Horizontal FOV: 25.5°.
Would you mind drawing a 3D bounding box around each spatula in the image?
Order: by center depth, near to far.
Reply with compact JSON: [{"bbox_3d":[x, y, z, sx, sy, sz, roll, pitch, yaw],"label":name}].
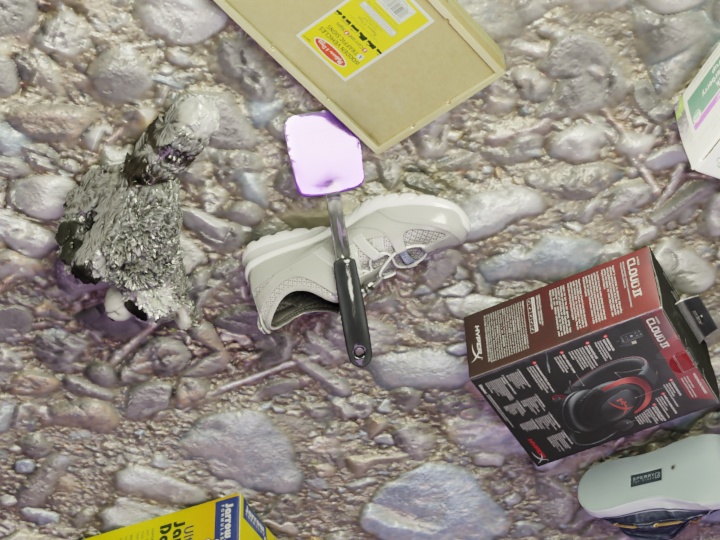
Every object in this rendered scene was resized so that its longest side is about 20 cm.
[{"bbox_3d":[-0.015,-0.023,1.228,0.056,0.021,0.202,-11,102,-1],"label":"spatula"}]

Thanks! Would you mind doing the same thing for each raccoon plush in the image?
[{"bbox_3d":[-0.144,-0.030,1.251,0.199,0.098,0.134,-33,136,28],"label":"raccoon plush"}]

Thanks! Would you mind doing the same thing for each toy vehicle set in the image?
[{"bbox_3d":[-0.001,-0.178,1.143,0.124,0.027,0.200,-29,130,25],"label":"toy vehicle set"}]

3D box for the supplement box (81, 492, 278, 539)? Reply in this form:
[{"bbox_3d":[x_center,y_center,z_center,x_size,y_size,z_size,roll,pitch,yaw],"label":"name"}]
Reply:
[{"bbox_3d":[-0.185,0.320,1.594,0.198,0.110,0.109,-19,134,16],"label":"supplement box"}]

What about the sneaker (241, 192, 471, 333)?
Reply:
[{"bbox_3d":[0.000,0.000,1.280,0.198,0.083,0.075,-19,149,22],"label":"sneaker"}]

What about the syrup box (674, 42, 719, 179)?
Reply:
[{"bbox_3d":[0.345,-0.100,1.200,0.198,0.082,0.079,17,132,-18],"label":"syrup box"}]

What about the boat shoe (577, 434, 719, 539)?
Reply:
[{"bbox_3d":[0.313,0.211,1.521,0.199,0.072,0.091,-14,144,39],"label":"boat shoe"}]

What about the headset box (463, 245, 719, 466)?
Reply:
[{"bbox_3d":[0.210,0.075,1.381,0.198,0.076,0.149,-22,133,20],"label":"headset box"}]
